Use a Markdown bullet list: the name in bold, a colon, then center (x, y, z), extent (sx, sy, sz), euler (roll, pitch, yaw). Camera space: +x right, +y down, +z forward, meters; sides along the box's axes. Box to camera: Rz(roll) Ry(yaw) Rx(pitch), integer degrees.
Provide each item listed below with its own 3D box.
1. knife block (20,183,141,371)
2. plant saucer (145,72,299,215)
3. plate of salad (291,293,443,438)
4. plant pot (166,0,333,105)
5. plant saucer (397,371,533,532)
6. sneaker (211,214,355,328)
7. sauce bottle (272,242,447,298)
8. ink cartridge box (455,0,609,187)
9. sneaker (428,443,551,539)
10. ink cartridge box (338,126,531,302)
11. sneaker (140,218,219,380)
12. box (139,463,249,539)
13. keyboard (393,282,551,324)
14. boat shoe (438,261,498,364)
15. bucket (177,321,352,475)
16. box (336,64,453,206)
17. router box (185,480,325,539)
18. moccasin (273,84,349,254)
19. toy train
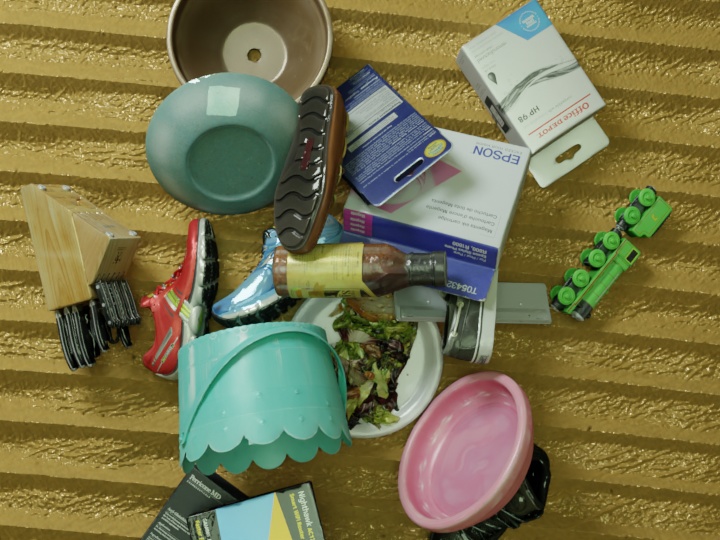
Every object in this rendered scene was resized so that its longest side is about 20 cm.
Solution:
- **knife block**: center (-0.349, 0.013, 1.329), extent (0.199, 0.064, 0.177), euler (32, 104, 20)
- **plant saucer**: center (-0.154, -0.137, 1.301), extent (0.199, 0.039, 0.202), euler (-6, 129, -7)
- **plate of salad**: center (0.004, 0.105, 1.348), extent (0.198, 0.048, 0.202), euler (0, 86, -3)
- **plant pot**: center (-0.132, -0.275, 1.349), extent (0.199, 0.093, 0.203), euler (0, 85, -1)
- **plant saucer**: center (0.130, 0.216, 1.283), extent (0.051, 0.200, 0.201), euler (35, 85, -27)
- **sneaker**: center (-0.103, -0.003, 1.348), extent (0.199, 0.078, 0.090), euler (-35, 78, -13)
- **sauce bottle**: center (0.000, 0.000, 1.262), extent (0.198, 0.066, 0.067), euler (0, 86, 10)
- **ink cartridge box**: center (0.222, -0.218, 1.369), extent (0.115, 0.067, 0.201), euler (-33, 87, -5)
- **sneaker**: center (0.154, 0.289, 1.307), extent (0.076, 0.114, 0.199), euler (45, 87, 4)
- **ink cartridge box**: center (0.085, -0.079, 1.313), extent (0.195, 0.043, 0.201), euler (14, 63, 13)
- **sneaker**: center (-0.224, 0.031, 1.334), extent (0.084, 0.077, 0.202), euler (9, 84, 6)
- **box**: center (-0.157, 0.345, 1.309), extent (0.199, 0.079, 0.142), euler (36, 88, 2)
- **keyboard**: center (0.138, 0.038, 1.352), extent (0.198, 0.011, 0.057), euler (2, 55, -11)
- **boat shoe**: center (0.127, 0.015, 1.316), extent (0.063, 0.071, 0.201), euler (9, 56, -7)
- **bucket**: center (-0.114, 0.147, 1.252), extent (0.205, 0.207, 0.136), euler (-10, 74, -3)
- **box**: center (0.018, -0.157, 1.321), extent (0.121, 0.032, 0.200), euler (-37, 50, -4)
- **router box**: center (-0.101, 0.356, 1.245), extent (0.148, 0.051, 0.202), euler (-16, 84, -3)
- **moccasin**: center (-0.052, -0.112, 1.271), extent (0.073, 0.078, 0.203), euler (-6, 65, 26)
- **toy train**: center (0.314, -0.019, 1.373), extent (0.056, 0.042, 0.200), euler (40, 85, -9)
